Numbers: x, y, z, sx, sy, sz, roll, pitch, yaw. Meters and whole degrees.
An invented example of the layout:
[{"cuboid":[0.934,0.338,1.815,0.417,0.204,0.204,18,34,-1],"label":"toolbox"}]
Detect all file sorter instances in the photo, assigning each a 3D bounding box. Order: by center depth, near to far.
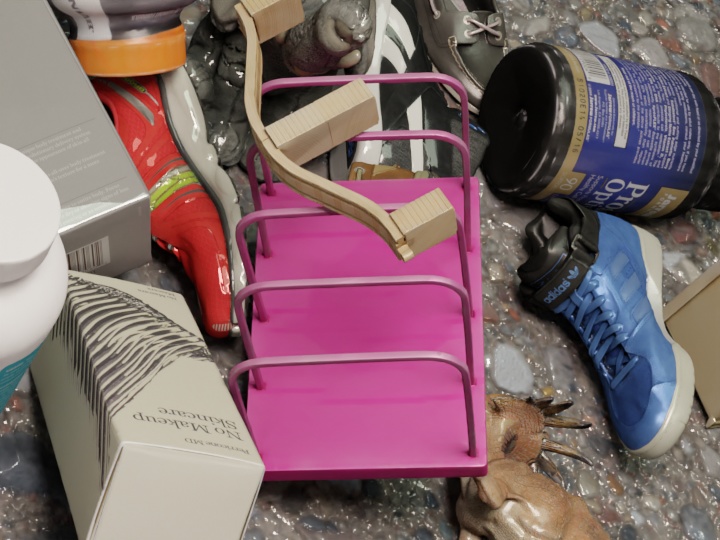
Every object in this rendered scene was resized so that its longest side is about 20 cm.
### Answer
[{"cuboid":[0.000,0.000,0.982,0.137,0.126,0.202,-2,56,4],"label":"file sorter"}]

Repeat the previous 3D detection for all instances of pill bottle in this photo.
[{"cuboid":[-0.213,0.021,0.864,0.110,0.200,0.112,17,49,-21],"label":"pill bottle"},{"cuboid":[-0.145,-0.219,1.031,0.106,0.106,0.202,-16,110,-39],"label":"pill bottle"},{"cuboid":[0.195,-0.098,1.275,0.198,0.112,0.113,7,54,-28],"label":"pill bottle"}]

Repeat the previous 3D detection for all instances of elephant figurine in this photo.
[{"cuboid":[-0.034,-0.161,1.114,0.141,0.200,0.156,-18,68,-39],"label":"elephant figurine"}]

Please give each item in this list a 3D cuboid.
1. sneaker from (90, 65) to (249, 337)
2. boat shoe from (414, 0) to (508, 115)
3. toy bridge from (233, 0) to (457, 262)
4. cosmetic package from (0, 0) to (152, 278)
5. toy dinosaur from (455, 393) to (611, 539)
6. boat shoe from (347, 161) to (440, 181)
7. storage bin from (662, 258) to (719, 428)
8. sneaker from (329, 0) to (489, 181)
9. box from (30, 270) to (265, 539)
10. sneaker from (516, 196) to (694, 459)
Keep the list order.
[{"cuboid":[-0.125,-0.039,1.072,0.084,0.077,0.201,-16,65,-17],"label":"sneaker"},{"cuboid":[0.072,-0.211,1.320,0.066,0.057,0.201,-1,58,-33],"label":"boat shoe"},{"cuboid":[-0.022,-0.077,0.943,0.067,0.027,0.201,-27,58,-10],"label":"toy bridge"},{"cuboid":[-0.209,-0.086,1.010,0.106,0.090,0.201,-23,68,-15],"label":"cosmetic package"},{"cuboid":[0.110,0.153,1.059,0.135,0.086,0.201,-24,77,-49],"label":"toy dinosaur"},{"cuboid":[-0.010,0.012,1.095,0.073,0.076,0.201,20,53,4],"label":"boat shoe"},{"cuboid":[0.351,0.018,1.226,0.197,0.200,0.094,-4,60,-34],"label":"storage bin"},{"cuboid":[0.038,-0.126,1.232,0.111,0.073,0.202,19,57,-24],"label":"sneaker"},{"cuboid":[-0.118,0.076,0.913,0.081,0.069,0.200,12,20,-25],"label":"box"},{"cuboid":[0.158,0.032,1.176,0.110,0.077,0.201,23,43,-24],"label":"sneaker"}]
